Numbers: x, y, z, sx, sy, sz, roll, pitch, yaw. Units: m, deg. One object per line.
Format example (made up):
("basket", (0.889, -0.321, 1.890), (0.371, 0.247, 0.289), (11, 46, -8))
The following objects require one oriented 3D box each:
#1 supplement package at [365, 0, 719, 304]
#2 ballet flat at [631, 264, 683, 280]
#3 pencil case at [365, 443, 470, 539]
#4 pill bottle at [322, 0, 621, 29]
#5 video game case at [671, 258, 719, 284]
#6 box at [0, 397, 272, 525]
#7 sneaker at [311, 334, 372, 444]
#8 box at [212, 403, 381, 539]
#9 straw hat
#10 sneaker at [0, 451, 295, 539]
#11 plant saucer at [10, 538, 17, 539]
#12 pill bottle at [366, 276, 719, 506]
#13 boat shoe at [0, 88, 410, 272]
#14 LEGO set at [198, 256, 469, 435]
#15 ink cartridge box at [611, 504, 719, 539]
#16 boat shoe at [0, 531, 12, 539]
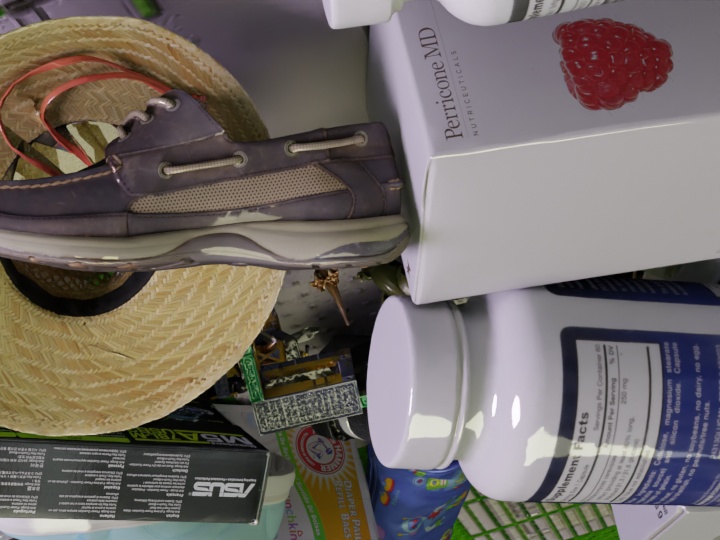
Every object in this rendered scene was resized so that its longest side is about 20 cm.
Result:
("supplement package", (0.110, -0.078, 0.702), (0.198, 0.122, 0.120), (-9, 149, -7))
("ballet flat", (0.177, -0.015, 0.869), (0.067, 0.073, 0.200), (29, 159, 18))
("pencil case", (0.037, 0.146, 1.079), (0.086, 0.078, 0.201), (-29, 154, -23))
("pill bottle", (0.077, -0.156, 0.569), (0.198, 0.117, 0.116), (-11, 149, -2))
("video game case", (0.228, 0.002, 0.881), (0.181, 0.023, 0.201), (-22, 151, -38))
("box", (-0.174, 0.078, 0.808), (0.198, 0.193, 0.048), (7, 103, -31))
("sneaker", (0.042, 0.061, 0.969), (0.111, 0.074, 0.199), (9, -169, 36))
("box", (-0.101, 0.159, 1.017), (0.198, 0.113, 0.101), (5, 145, -29))
("straw hat", (-0.131, -0.031, 0.717), (0.199, 0.085, 0.203), (-9, 117, -18))
("sneaker", (-0.119, 0.147, 0.856), (0.199, 0.083, 0.074), (3, -169, -41))
("plant saucer", (-0.196, 0.185, 0.944), (0.032, 0.202, 0.200), (-1, 148, -32))
("pill bottle", (0.108, 0.058, 0.754), (0.198, 0.112, 0.111), (4, 146, -14))
("boat shoe", (-0.077, -0.037, 0.654), (0.198, 0.074, 0.074), (0, 178, -16))
("LEGO set", (0.000, 0.000, 0.837), (0.198, 0.116, 0.155), (-19, 120, 3))
("ink cartridge box", (0.261, 0.110, 1.042), (0.198, 0.147, 0.084), (2, 148, -22))
("boat shoe", (-0.281, 0.103, 0.889), (0.198, 0.073, 0.071), (22, 168, -12))
